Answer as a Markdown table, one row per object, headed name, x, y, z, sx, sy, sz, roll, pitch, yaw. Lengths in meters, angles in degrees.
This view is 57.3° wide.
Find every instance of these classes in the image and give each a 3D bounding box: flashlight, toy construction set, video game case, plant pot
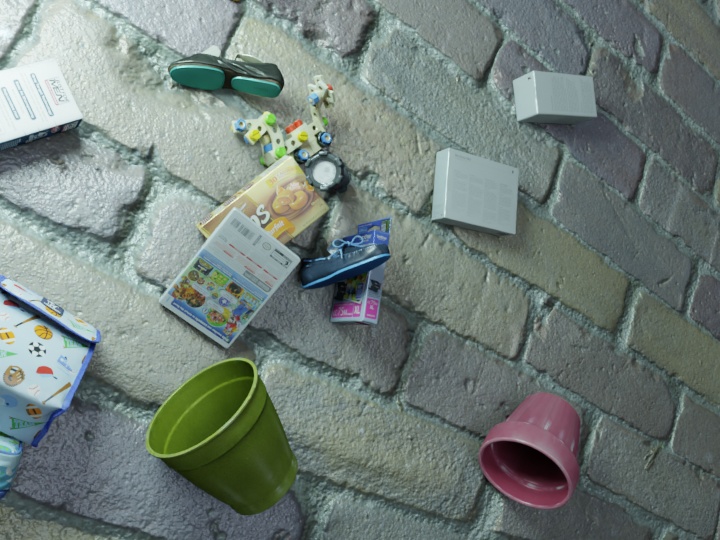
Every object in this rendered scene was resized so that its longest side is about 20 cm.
| name | x | y | z | sx | sy | sz | roll | pitch | yaw |
| --- | --- | --- | --- | --- | --- | --- | --- | --- | --- |
| flashlight | -0.053 | -0.175 | 1.169 | 0.068 | 0.200 | 0.068 | 25 | 100 | 0 |
| toy construction set | -0.123 | -0.261 | 1.198 | 0.200 | 0.092 | 0.131 | -38 | 104 | -16 |
| video game case | -0.217 | 0.015 | 1.102 | 0.143 | 0.018 | 0.200 | 39 | 94 | -21 |
| plant pot | -0.200 | 0.279 | 1.053 | 0.200 | 0.200 | 0.193 | -45 | 119 | -26 |
| plant pot | 0.371 | 0.363 | 1.380 | 0.200 | 0.200 | 0.179 | 57 | 47 | -14 |

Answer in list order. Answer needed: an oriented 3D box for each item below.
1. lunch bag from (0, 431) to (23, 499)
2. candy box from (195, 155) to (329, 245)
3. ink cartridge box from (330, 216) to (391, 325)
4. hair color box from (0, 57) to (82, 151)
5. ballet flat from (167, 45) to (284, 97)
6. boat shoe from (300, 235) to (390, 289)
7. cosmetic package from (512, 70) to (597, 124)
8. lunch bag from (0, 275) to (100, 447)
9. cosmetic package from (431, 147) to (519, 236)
| name | x | y | z | sx | sy | sz | roll | pitch | yaw |
| --- | --- | --- | --- | --- | --- | --- | --- | --- | --- |
| lunch bag | -0.549 | 0.235 | 0.858 | 0.199 | 0.161 | 0.083 | 20 | 81 | -26 |
| candy box | -0.167 | -0.092 | 1.132 | 0.200 | 0.055 | 0.116 | -39 | 110 | -7 |
| ink cartridge box | 0.000 | 0.000 | 1.222 | 0.042 | 0.119 | 0.201 | 17 | 78 | -29 |
| hair color box | -0.528 | -0.233 | 0.968 | 0.200 | 0.060 | 0.100 | -27 | 100 | -29 |
| ballet flat | -0.232 | -0.348 | 1.149 | 0.199 | 0.068 | 0.069 | 6 | 65 | -22 |
| boat shoe | -0.039 | -0.021 | 1.158 | 0.084 | 0.199 | 0.069 | 5 | 71 | -55 |
| cosmetic package | 0.461 | -0.405 | 1.558 | 0.199 | 0.071 | 0.102 | -4 | 88 | -31 |
| lunch bag | -0.468 | 0.108 | 0.917 | 0.170 | 0.124 | 0.200 | 37 | 26 | -22 |
| cosmetic package | 0.251 | -0.165 | 1.425 | 0.199 | 0.052 | 0.152 | 10 | 82 | -29 |
